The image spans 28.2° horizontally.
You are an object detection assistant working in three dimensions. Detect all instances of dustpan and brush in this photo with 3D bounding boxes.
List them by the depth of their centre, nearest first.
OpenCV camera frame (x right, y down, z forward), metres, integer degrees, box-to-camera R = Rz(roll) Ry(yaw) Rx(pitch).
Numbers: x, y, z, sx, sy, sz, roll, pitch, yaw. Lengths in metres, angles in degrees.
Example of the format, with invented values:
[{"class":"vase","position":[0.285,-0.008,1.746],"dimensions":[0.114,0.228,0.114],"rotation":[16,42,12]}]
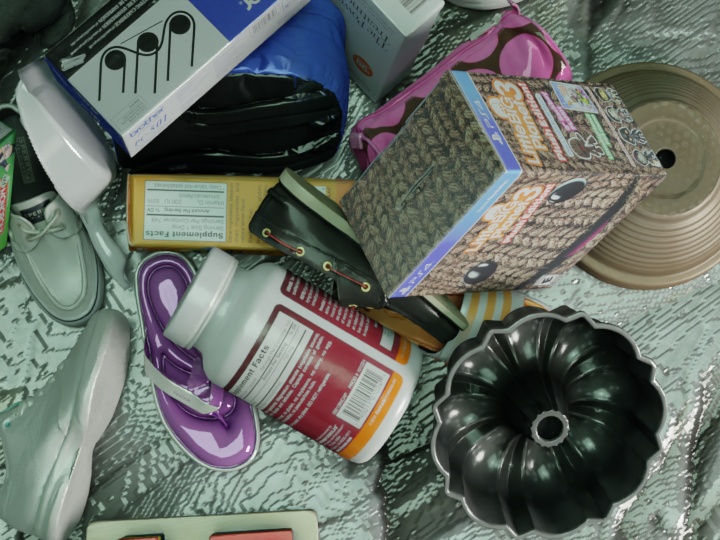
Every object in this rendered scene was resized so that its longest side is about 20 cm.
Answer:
[{"class":"dustpan and brush","position":[-0.237,-0.078,1.212],"dimensions":[0.057,0.140,0.201],"rotation":[-33,103,7]}]

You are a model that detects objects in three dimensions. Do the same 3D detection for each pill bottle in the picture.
[{"class":"pill bottle","position":[-0.057,0.066,1.190],"dimensions":[0.199,0.113,0.114],"rotation":[31,84,-8]}]

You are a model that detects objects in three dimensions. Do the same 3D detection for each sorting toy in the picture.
[{"class":"sorting toy","position":[-0.131,0.307,1.197],"dimensions":[0.198,0.070,0.201],"rotation":[-3,83,-2]}]

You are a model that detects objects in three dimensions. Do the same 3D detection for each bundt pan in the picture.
[{"class":"bundt pan","position":[0.150,0.117,1.197],"dimensions":[0.200,0.076,0.204],"rotation":[-2,108,-6]}]

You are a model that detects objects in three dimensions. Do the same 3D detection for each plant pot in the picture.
[{"class":"plant pot","position":[0.254,-0.087,1.238],"dimensions":[0.199,0.093,0.203],"rotation":[0,84,-1]}]

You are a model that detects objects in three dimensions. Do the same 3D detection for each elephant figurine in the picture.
[{"class":"elephant figurine","position":[-0.346,-0.196,1.210],"dimensions":[0.141,0.156,0.200],"rotation":[34,71,29]}]

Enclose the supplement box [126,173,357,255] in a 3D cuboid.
[{"class":"supplement box","position":[-0.101,-0.046,1.230],"dimensions":[0.198,0.067,0.070],"rotation":[4,85,-7]}]

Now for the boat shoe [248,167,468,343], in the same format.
[{"class":"boat shoe","position":[0.000,-0.001,1.178],"dimensions":[0.201,0.074,0.063],"rotation":[36,98,-11]}]

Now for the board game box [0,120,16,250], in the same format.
[{"class":"board game box","position":[-0.380,-0.109,1.203],"dimensions":[0.199,0.135,0.029],"rotation":[31,47,11]}]

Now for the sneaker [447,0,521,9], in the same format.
[{"class":"sneaker","position":[0.081,-0.277,1.259],"dimensions":[0.198,0.089,0.076],"rotation":[-3,82,-2]}]

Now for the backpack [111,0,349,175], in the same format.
[{"class":"backpack","position":[-0.107,-0.177,1.208],"dimensions":[0.198,0.163,0.169],"rotation":[3,67,1]}]

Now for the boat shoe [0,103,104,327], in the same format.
[{"class":"boat shoe","position":[-0.275,-0.050,1.238],"dimensions":[0.071,0.066,0.202],"rotation":[-15,84,-3]}]

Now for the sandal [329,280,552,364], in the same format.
[{"class":"sandal","position":[0.072,0.043,1.236],"dimensions":[0.205,0.059,0.080],"rotation":[13,83,0]}]

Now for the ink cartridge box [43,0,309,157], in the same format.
[{"class":"ink cartridge box","position":[-0.136,-0.190,1.103],"dimensions":[0.200,0.044,0.094],"rotation":[-43,76,-11]}]

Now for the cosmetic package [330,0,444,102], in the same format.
[{"class":"cosmetic package","position":[-0.026,-0.254,1.222],"dimensions":[0.052,0.151,0.200],"rotation":[-41,85,-14]}]

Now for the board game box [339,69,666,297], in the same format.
[{"class":"board game box","position":[0.114,-0.066,1.146],"dimensions":[0.199,0.160,0.097],"rotation":[-3,56,-42]}]

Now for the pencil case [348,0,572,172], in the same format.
[{"class":"pencil case","position":[0.082,-0.142,1.246],"dimensions":[0.200,0.091,0.094],"rotation":[-39,120,-7]}]

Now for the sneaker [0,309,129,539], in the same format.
[{"class":"sneaker","position":[-0.261,0.122,1.213],"dimensions":[0.088,0.075,0.202],"rotation":[17,84,13]}]

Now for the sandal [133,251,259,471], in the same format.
[{"class":"sandal","position":[-0.150,0.079,1.232],"dimensions":[0.082,0.050,0.204],"rotation":[-23,82,-3]}]
